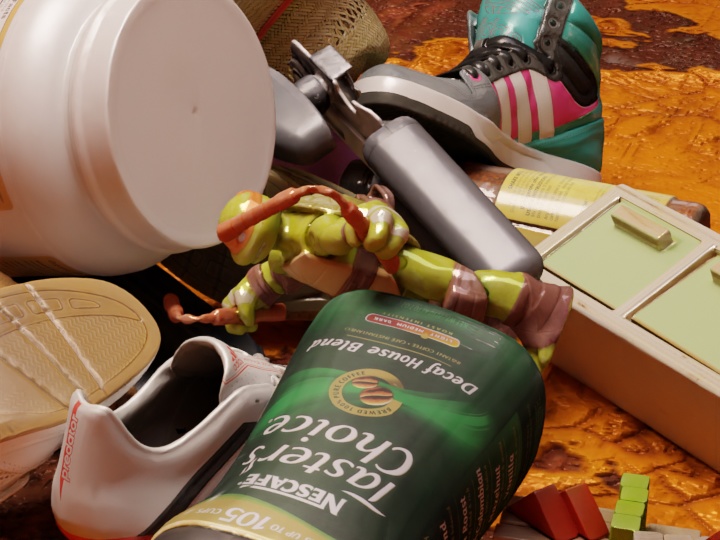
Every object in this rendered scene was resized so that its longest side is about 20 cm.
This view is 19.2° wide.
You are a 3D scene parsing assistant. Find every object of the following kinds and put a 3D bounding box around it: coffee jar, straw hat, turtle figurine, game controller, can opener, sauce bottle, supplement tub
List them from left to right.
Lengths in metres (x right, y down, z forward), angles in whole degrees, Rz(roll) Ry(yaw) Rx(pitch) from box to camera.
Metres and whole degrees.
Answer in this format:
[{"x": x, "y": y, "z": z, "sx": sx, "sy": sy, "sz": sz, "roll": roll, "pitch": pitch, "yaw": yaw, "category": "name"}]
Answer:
[{"x": -0.155, "y": -0.069, "z": 1.011, "sx": 0.199, "sy": 0.145, "sz": 0.145, "roll": -1, "pitch": 18, "yaw": 34, "category": "supplement tub"}, {"x": -0.130, "y": 0.030, "z": 1.043, "sx": 0.104, "sy": 0.042, "sz": 0.200, "roll": -26, "pitch": 33, "yaw": -23, "category": "game controller"}, {"x": -0.032, "y": -0.124, "z": 1.152, "sx": 0.085, "sy": 0.201, "sz": 0.201, "roll": 41, "pitch": 25, "yaw": -6, "category": "straw hat"}, {"x": -0.009, "y": 0.095, "z": 0.792, "sx": 0.104, "sy": 0.086, "sz": 0.200, "roll": 18, "pitch": 38, "yaw": 14, "category": "coffee jar"}, {"x": 0.000, "y": 0.000, "z": 0.921, "sx": 0.161, "sy": 0.065, "sz": 0.200, "roll": 20, "pitch": -23, "yaw": -17, "category": "turtle figurine"}, {"x": 0.009, "y": -0.038, "z": 1.034, "sx": 0.067, "sy": 0.053, "sz": 0.200, "roll": -33, "pitch": 55, "yaw": -11, "category": "can opener"}, {"x": 0.085, "y": -0.024, "z": 1.141, "sx": 0.199, "sy": 0.066, "sz": 0.066, "roll": 14, "pitch": 26, "yaw": 21, "category": "sauce bottle"}]

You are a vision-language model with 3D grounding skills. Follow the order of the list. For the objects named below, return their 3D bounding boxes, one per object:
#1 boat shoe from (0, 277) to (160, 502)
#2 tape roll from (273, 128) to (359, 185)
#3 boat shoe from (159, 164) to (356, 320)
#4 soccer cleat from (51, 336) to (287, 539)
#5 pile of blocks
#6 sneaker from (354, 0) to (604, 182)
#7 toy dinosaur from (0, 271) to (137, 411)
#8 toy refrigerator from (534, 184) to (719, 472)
[{"x": -0.169, "y": 0.069, "z": 0.874, "sx": 0.200, "sy": 0.069, "sz": 0.071, "roll": -30, "pitch": 64, "yaw": -35, "category": "boat shoe"}, {"x": -0.099, "y": -0.074, "z": 1.242, "sx": 0.199, "sy": 0.066, "sz": 0.200, "roll": 2, "pitch": 24, "yaw": -1, "category": "tape roll"}, {"x": -0.021, "y": -0.011, "z": 1.083, "sx": 0.200, "sy": 0.073, "sz": 0.063, "roll": 15, "pitch": 10, "yaw": 4, "category": "boat shoe"}, {"x": -0.045, "y": 0.062, "z": 0.902, "sx": 0.200, "sy": 0.085, "sz": 0.069, "roll": -18, "pitch": 30, "yaw": -39, "category": "soccer cleat"}, {"x": 0.138, "y": 0.116, "z": 0.825, "sx": 0.200, "sy": 0.062, "sz": 0.082, "roll": 19, "pitch": 28, "yaw": 32, "category": "pile of blocks"}, {"x": 0.072, "y": -0.114, "z": 1.184, "sx": 0.083, "sy": 0.121, "sz": 0.200, "roll": -4, "pitch": -15, "yaw": 39, "category": "sneaker"}, {"x": -0.177, "y": 0.018, "z": 0.957, "sx": 0.200, "sy": 0.106, "sz": 0.060, "roll": 44, "pitch": 5, "yaw": 4, "category": "toy dinosaur"}, {"x": 0.161, "y": 0.033, "z": 0.979, "sx": 0.076, "sy": 0.070, "sz": 0.200, "roll": -36, "pitch": 36, "yaw": -15, "category": "toy refrigerator"}]
